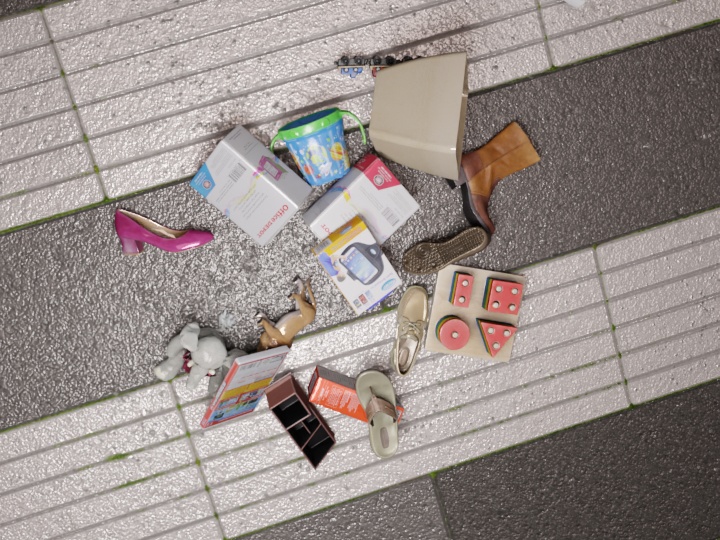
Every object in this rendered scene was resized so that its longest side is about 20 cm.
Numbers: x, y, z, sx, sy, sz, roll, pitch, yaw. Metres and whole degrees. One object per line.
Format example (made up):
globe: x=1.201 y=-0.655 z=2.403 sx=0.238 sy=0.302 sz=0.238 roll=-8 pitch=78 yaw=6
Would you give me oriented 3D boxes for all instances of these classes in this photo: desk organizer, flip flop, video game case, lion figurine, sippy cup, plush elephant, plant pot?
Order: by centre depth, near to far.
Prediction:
plant pot: x=0.118 y=-0.309 z=1.405 sx=0.176 sy=0.200 sz=0.201 roll=6 pitch=83 yaw=10
sippy cup: x=-0.084 y=-0.249 z=1.438 sx=0.177 sy=0.140 sz=0.131 roll=-5 pitch=115 yaw=37
plush elephant: x=-0.322 y=0.183 z=1.452 sx=0.164 sy=0.155 sz=0.201 roll=29 pitch=94 yaw=-9
video game case: x=-0.240 y=0.242 z=1.454 sx=0.017 sy=0.143 sz=0.200 roll=46 pitch=121 yaw=25
flip flop: x=0.040 y=0.300 z=1.456 sx=0.081 sy=0.058 sz=0.201 roll=-10 pitch=98 yaw=-6
lion figurine: x=-0.151 y=0.113 z=1.505 sx=0.200 sy=0.072 sz=0.123 roll=-39 pitch=118 yaw=-6
desk organizer: x=-0.124 y=0.327 z=1.508 sx=0.072 sy=0.077 sz=0.200 roll=-31 pitch=116 yaw=-1

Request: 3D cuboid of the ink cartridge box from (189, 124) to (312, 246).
ink cartridge box: x=-0.220 y=-0.168 z=1.421 sx=0.200 sy=0.085 sz=0.144 roll=42 pitch=128 yaw=-9

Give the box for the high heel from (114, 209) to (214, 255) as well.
high heel: x=-0.407 y=-0.089 z=1.451 sx=0.199 sy=0.067 sz=0.096 roll=-4 pitch=109 yaw=8

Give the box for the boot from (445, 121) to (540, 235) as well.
boot: x=0.303 y=-0.195 z=1.527 sx=0.199 sy=0.068 sz=0.189 roll=-32 pitch=93 yaw=-8

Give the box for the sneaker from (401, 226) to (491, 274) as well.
sneaker: x=0.190 y=-0.036 z=1.518 sx=0.199 sy=0.075 sz=0.071 roll=-19 pitch=77 yaw=23

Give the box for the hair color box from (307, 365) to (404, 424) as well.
hair color box: x=-0.012 y=0.279 z=1.528 sx=0.199 sy=0.102 sz=0.062 roll=21 pitch=94 yaw=-8

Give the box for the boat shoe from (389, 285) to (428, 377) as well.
boat shoe: x=0.110 y=0.134 z=1.538 sx=0.072 sy=0.065 sz=0.201 roll=13 pitch=97 yaw=-8

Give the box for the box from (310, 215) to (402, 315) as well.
box: x=0.000 y=0.000 z=1.446 sx=0.119 sy=0.041 sz=0.200 roll=-37 pitch=119 yaw=-3

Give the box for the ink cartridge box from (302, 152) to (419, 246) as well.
ink cartridge box: x=0.000 y=-0.123 z=1.466 sx=0.200 sy=0.086 sz=0.148 roll=-42 pitch=116 yaw=2

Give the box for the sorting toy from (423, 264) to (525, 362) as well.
sorting toy: x=0.258 y=0.099 z=1.548 sx=0.199 sy=0.070 sz=0.200 roll=9 pitch=97 yaw=-8

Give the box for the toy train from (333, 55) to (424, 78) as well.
toy train: x=0.043 y=-0.426 z=1.470 sx=0.199 sy=0.034 sz=0.046 roll=-2 pitch=111 yaw=-7

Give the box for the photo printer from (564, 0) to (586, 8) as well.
photo printer: x=0.417 y=-0.671 z=1.456 sx=0.199 sy=0.069 sz=0.167 roll=29 pitch=94 yaw=-9
